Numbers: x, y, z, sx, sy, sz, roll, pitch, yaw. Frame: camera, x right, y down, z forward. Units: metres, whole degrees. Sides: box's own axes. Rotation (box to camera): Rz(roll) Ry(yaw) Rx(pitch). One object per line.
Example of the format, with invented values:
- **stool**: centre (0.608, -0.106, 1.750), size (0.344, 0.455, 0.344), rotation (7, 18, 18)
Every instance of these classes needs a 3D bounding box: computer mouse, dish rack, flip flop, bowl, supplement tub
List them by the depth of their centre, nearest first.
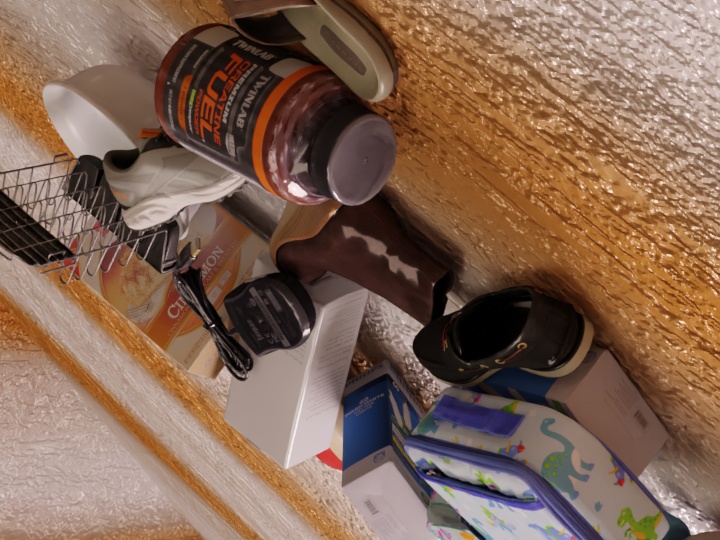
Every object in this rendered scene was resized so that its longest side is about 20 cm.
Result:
- **flip flop**: centre (-0.059, -0.186, 0.979), size (0.200, 0.058, 0.081), rotation (43, 161, 5)
- **supplement tub**: centre (-0.064, -0.117, 1.057), size (0.199, 0.107, 0.107), rotation (28, 154, 39)
- **dish rack**: centre (-0.275, -0.045, 1.266), size (0.153, 0.199, 0.055), rotation (36, 121, 25)
- **computer mouse**: centre (-0.107, 0.019, 1.298), size (0.141, 0.046, 0.200), rotation (56, 149, 0)
- **bowl**: centre (-0.213, -0.132, 1.353), size (0.201, 0.090, 0.202), rotation (39, 159, 18)

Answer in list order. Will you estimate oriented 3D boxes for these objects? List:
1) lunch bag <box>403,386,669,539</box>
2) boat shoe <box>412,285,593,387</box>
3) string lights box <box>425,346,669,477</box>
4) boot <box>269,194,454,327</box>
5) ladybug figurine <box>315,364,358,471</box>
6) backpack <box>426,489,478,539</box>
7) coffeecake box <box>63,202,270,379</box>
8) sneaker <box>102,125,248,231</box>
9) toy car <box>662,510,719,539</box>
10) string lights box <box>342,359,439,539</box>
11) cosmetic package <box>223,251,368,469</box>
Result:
- **lunch bag**: centre (0.132, 0.168, 1.087), size (0.161, 0.083, 0.199), rotation (48, 160, -22)
- **boat shoe**: centre (0.099, 0.049, 1.090), size (0.063, 0.074, 0.201), rotation (28, 162, -24)
- **string lights box**: centre (0.149, 0.105, 1.136), size (0.103, 0.059, 0.199), rotation (51, 160, -24)
- **boot**: centre (0.000, 0.000, 1.209), size (0.166, 0.072, 0.200), rotation (42, 157, 14)
- **ladybug figurine**: centre (-0.040, 0.146, 1.507), size (0.201, 0.071, 0.136), rotation (57, -162, -13)
- **backpack**: centre (0.162, 0.235, 1.254), size (0.199, 0.127, 0.167), rotation (34, 155, 4)
- **coffeecake box**: centre (-0.192, -0.009, 1.443), size (0.199, 0.154, 0.073), rotation (37, -178, 21)
- **sneaker**: centre (-0.146, -0.100, 1.194), size (0.199, 0.074, 0.080), rotation (-21, 113, 28)
- **toy car**: centre (0.319, 0.316, 1.137), size (0.199, 0.178, 0.184), rotation (23, -178, -39)
- **string lights box**: centre (0.031, 0.187, 1.382), size (0.103, 0.059, 0.200), rotation (55, -166, -21)
- **cosmetic package**: centre (-0.067, 0.085, 1.375), size (0.101, 0.074, 0.202), rotation (35, 126, 31)
